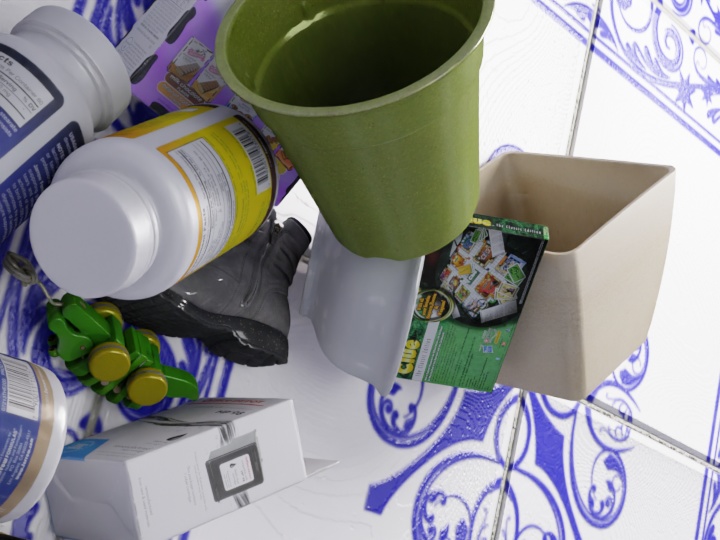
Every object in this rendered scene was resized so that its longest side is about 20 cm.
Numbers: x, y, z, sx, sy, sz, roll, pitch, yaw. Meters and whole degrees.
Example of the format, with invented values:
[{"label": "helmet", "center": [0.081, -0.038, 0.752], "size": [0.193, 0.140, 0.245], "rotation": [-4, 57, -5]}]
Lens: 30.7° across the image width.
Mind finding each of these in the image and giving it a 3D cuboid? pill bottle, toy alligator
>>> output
[{"label": "pill bottle", "center": [-0.297, 0.088, 0.832], "size": [0.200, 0.111, 0.111], "rotation": [25, 70, -41]}, {"label": "pill bottle", "center": [-0.252, -0.087, 0.883], "size": [0.200, 0.115, 0.116], "rotation": [-49, 121, -34]}, {"label": "toy alligator", "center": [-0.203, 0.056, 0.971], "size": [0.200, 0.054, 0.059], "rotation": [40, 17, -37]}, {"label": "pill bottle", "center": [-0.140, -0.047, 0.903], "size": [0.200, 0.109, 0.110], "rotation": [-39, 117, -64]}]

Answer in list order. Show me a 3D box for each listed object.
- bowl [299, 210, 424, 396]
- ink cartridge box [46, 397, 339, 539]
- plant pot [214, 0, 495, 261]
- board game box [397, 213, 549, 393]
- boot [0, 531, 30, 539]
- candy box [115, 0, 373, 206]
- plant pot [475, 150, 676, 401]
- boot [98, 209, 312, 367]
[{"label": "bowl", "center": [0.000, 0.000, 1.117], "size": [0.090, 0.201, 0.202], "rotation": [11, 77, -3]}, {"label": "ink cartridge box", "center": [-0.126, 0.143, 0.998], "size": [0.200, 0.116, 0.067], "rotation": [-17, 98, -45]}, {"label": "plant pot", "center": [0.014, -0.114, 0.974], "size": [0.200, 0.199, 0.190], "rotation": [-57, 147, -31]}, {"label": "board game box", "center": [0.090, 0.030, 1.161], "size": [0.104, 0.200, 0.024], "rotation": [9, 44, -6]}, {"label": "boot", "center": [-0.237, 0.203, 0.867], "size": [0.200, 0.138, 0.078], "rotation": [14, 79, -43]}, {"label": "candy box", "center": [-0.071, -0.181, 1.036], "size": [0.200, 0.072, 0.168], "rotation": [-49, 125, 2]}, {"label": "plant pot", "center": [0.181, 0.009, 1.269], "size": [0.200, 0.200, 0.178], "rotation": [-35, 122, -40]}, {"label": "boot", "center": [-0.125, -0.010, 1.054], "size": [0.200, 0.070, 0.132], "rotation": [31, 60, -47]}]
